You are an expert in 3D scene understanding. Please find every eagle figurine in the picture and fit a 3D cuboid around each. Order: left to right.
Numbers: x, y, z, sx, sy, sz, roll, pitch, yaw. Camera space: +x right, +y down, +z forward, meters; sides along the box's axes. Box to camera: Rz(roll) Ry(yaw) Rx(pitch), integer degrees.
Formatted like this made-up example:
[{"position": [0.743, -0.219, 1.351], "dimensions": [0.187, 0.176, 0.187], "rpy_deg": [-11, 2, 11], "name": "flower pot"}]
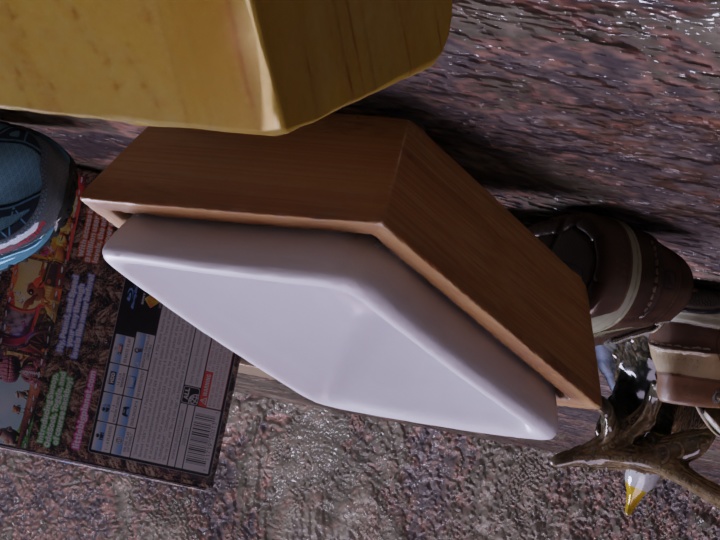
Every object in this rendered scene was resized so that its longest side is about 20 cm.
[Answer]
[{"position": [0.192, 0.082, 1.347], "dimensions": [0.152, 0.151, 0.200], "rpy_deg": [49, -149, 3], "name": "eagle figurine"}]

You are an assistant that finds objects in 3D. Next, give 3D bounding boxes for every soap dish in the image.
[{"position": [0.000, 0.000, 0.932], "dimensions": [0.157, 0.082, 0.200], "rpy_deg": [6, 159, 36], "name": "soap dish"}]

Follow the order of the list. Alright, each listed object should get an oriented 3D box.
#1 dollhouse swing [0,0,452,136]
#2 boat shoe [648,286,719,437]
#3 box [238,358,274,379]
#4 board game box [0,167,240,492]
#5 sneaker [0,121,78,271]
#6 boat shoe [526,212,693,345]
[{"position": [-0.073, -0.122, 0.387], "dimensions": [0.199, 0.176, 0.183], "rpy_deg": [8, 131, 26], "name": "dollhouse swing"}, {"position": [0.217, 0.062, 1.216], "dimensions": [0.075, 0.074, 0.200], "rpy_deg": [6, 171, 40], "name": "boat shoe"}, {"position": [-0.019, 0.036, 1.376], "dimensions": [0.199, 0.078, 0.095], "rpy_deg": [10, 174, 12], "name": "box"}, {"position": [-0.170, 0.027, 1.220], "dimensions": [0.199, 0.161, 0.097], "rpy_deg": [14, 173, -13], "name": "board game box"}, {"position": [-0.237, -0.050, 1.053], "dimensions": [0.199, 0.080, 0.096], "rpy_deg": [9, 171, 19], "name": "sneaker"}, {"position": [0.083, 0.013, 1.064], "dimensions": [0.074, 0.075, 0.202], "rpy_deg": [9, 175, -33], "name": "boat shoe"}]
